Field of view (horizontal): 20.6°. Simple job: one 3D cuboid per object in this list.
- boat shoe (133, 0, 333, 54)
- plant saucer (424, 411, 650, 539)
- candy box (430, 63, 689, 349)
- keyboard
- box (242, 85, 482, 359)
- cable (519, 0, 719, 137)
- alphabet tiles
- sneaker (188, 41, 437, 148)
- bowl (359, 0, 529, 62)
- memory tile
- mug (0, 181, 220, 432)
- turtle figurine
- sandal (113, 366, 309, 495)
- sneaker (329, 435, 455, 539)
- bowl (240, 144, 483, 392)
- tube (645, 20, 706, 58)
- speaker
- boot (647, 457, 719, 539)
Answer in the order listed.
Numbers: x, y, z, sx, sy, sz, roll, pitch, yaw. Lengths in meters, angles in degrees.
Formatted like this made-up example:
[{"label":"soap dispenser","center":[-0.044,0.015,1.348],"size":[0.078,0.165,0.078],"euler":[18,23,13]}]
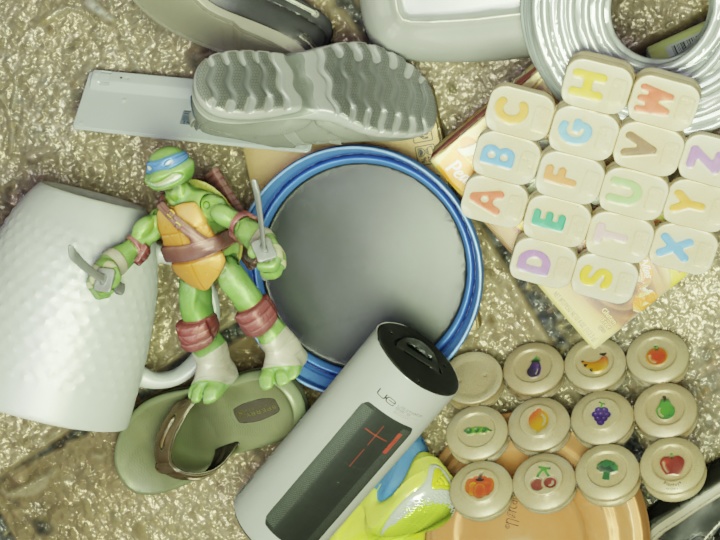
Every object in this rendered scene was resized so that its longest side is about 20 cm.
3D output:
[{"label":"boat shoe","center":[-0.112,-0.219,1.584],"size":[0.200,0.073,0.063],"euler":[32,60,9]},{"label":"plant saucer","center":[0.132,0.212,1.578],"size":[0.200,0.032,0.201],"euler":[-1,87,28]},{"label":"candy box","center":[0.162,-0.053,1.545],"size":[0.115,0.055,0.200],"euler":[-40,97,12]},{"label":"keyboard","center":[-0.131,-0.128,1.594],"size":[0.199,0.011,0.056],"euler":[6,68,13]},{"label":"box","center":[-0.001,-0.036,1.601],"size":[0.163,0.021,0.201],"euler":[-10,98,12]},{"label":"cable","center":[0.219,-0.192,1.455],"size":[0.200,0.069,0.200],"euler":[-23,102,7]},{"label":"alphabet tiles","center":[0.179,-0.065,1.470],"size":[0.195,0.015,0.200],"euler":[15,126,2]},{"label":"sneaker","center":[-0.039,-0.132,1.535],"size":[0.199,0.082,0.075],"euler":[5,71,-18]},{"label":"bowl","center":[0.089,-0.259,1.525],"size":[0.199,0.075,0.200],"euler":[-3,99,9]},{"label":"memory tile","center":[0.164,0.119,1.552],"size":[0.199,0.017,0.154],"euler":[-8,54,10]},{"label":"mug","center":[-0.211,0.030,1.594],"size":[0.199,0.148,0.176],"euler":[14,95,-14]},{"label":"turtle figurine","center":[-0.126,0.015,1.495],"size":[0.144,0.200,0.194],"euler":[-27,112,-7]},{"label":"sandal","center":[-0.131,0.132,1.610],"size":[0.201,0.057,0.080],"euler":[-26,104,35]},{"label":"sneaker","center":[0.003,0.199,1.624],"size":[0.200,0.076,0.105],"euler":[-43,47,32]},{"label":"bowl","center":[0.000,0.000,1.575],"size":[0.200,0.039,0.201],"euler":[2,99,11]},{"label":"tube","center":[0.319,-0.184,1.514],"size":[0.200,0.058,0.052],"euler":[-23,50,9]},{"label":"speaker","center":[-0.011,0.134,1.544],"size":[0.081,0.081,0.200],"euler":[40,113,1]},{"label":"boot","center":[0.280,0.249,1.574],"size":[0.200,0.073,0.151],"euler":[-43,89,17]}]
